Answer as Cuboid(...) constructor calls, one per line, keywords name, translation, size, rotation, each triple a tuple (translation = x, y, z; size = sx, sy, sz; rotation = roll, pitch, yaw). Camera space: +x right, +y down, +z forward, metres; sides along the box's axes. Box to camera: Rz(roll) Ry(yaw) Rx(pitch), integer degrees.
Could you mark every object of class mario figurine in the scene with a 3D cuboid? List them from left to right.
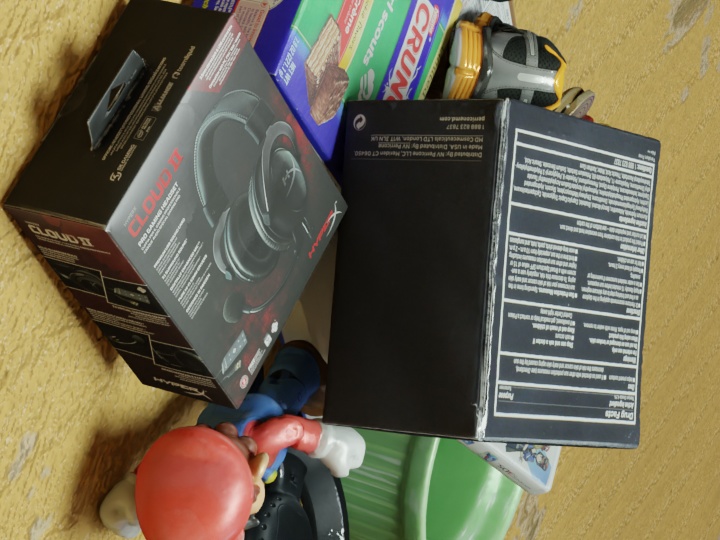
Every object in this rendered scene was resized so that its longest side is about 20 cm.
Cuboid(name="mario figurine", translation=(-0.076, 0.124, 1.427), size=(0.123, 0.106, 0.200), rotation=(-45, -175, 30))

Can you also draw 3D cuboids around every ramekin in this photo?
Cuboid(name="ramekin", translation=(0.047, 0.125, 1.716), size=(0.200, 0.097, 0.201), rotation=(-42, 139, -51))

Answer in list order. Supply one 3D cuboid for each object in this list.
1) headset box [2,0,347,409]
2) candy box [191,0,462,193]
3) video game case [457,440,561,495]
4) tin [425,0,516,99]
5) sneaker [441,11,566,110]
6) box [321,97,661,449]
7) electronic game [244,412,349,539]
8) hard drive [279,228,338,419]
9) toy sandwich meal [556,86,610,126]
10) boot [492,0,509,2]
Cuboid(name="headset box", translation=(-0.101, -0.042, 1.317), size=(0.149, 0.077, 0.200), rotation=(-61, 146, -25))
Cuboid(name="candy box", translation=(-0.022, -0.147, 1.450), size=(0.170, 0.077, 0.200), rotation=(-69, 156, -18))
Cuboid(name="video game case", translation=(0.088, 0.025, 1.638), size=(0.182, 0.022, 0.201), rotation=(38, 53, -30))
Cuboid(name="tin", translation=(0.076, -0.143, 1.708), size=(0.112, 0.042, 0.200), rotation=(-53, 147, -32))
Cuboid(name="sneaker", translation=(0.103, -0.130, 1.607), size=(0.200, 0.077, 0.079), rotation=(-46, 145, -78))
Cuboid(name="box", translation=(0.082, 0.005, 1.455), size=(0.200, 0.123, 0.199), rotation=(9, 84, -55))
Cuboid(name="electronic game", translation=(-0.059, 0.185, 1.562), size=(0.200, 0.041, 0.201), rotation=(-2, 90, -65))
Cuboid(name="hard drive", translation=(0.000, 0.000, 1.600), size=(0.200, 0.025, 0.132), rotation=(-60, 147, -42))
Cuboid(name="toy sandwich meal", translation=(0.147, -0.042, 1.829), size=(0.206, 0.070, 0.205), rotation=(-58, 164, -28))
Cuboid(name="boot", translation=(0.137, -0.218, 1.574), size=(0.198, 0.162, 0.074), rotation=(7, 89, -62))
